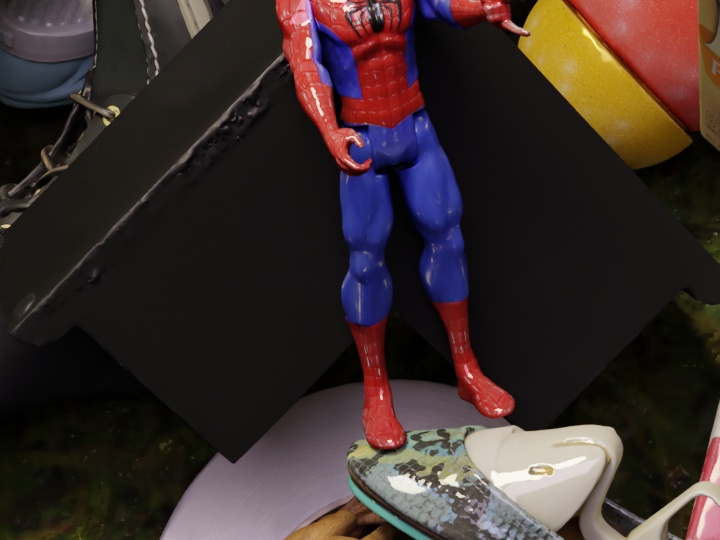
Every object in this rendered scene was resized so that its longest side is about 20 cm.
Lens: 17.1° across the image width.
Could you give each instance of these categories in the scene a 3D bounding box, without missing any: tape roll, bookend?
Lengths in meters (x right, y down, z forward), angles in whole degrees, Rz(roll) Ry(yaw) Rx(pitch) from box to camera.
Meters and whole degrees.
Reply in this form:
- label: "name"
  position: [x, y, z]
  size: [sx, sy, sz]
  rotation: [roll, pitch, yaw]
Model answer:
- label: "tape roll"
  position: [0.012, 0.144, 0.954]
  size: [0.202, 0.037, 0.203]
  rotation: [-2, 70, 5]
- label: "bookend"
  position: [0.000, 0.000, 0.910]
  size: [0.199, 0.092, 0.200]
  rotation: [-46, 113, 1]

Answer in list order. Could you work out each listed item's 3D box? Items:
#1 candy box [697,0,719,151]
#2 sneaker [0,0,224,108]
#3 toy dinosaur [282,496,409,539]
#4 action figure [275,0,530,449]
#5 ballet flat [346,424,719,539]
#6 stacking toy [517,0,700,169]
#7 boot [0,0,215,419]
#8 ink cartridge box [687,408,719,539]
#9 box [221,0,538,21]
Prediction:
- label: "candy box"
  position: [0.173, -0.069, 0.819]
  size: [0.055, 0.200, 0.115]
  rotation: [-44, 69, -8]
- label: "sneaker"
  position: [-0.076, -0.119, 1.045]
  size: [0.200, 0.082, 0.074]
  rotation: [-13, 65, -23]
- label: "toy dinosaur"
  position: [-0.021, 0.116, 0.908]
  size: [0.200, 0.106, 0.061]
  rotation: [-17, 90, 43]
- label: "action figure"
  position: [0.018, -0.032, 0.804]
  size: [0.065, 0.099, 0.200]
  rotation: [-16, 109, -13]
- label: "ballet flat"
  position: [0.093, 0.093, 0.850]
  size: [0.200, 0.074, 0.074]
  rotation: [29, 76, 4]
- label: "stacking toy"
  position: [0.113, -0.093, 0.998]
  size: [0.200, 0.146, 0.146]
  rotation: [-41, 70, 10]
- label: "boot"
  position: [-0.126, -0.032, 0.947]
  size: [0.153, 0.073, 0.204]
  rotation: [-15, 111, -19]
- label: "ink cartridge box"
  position: [0.219, 0.040, 0.934]
  size: [0.145, 0.083, 0.200]
  rotation: [14, 74, 12]
- label: "box"
  position: [-0.017, -0.182, 1.030]
  size: [0.160, 0.044, 0.200]
  rotation: [-18, 65, -36]
